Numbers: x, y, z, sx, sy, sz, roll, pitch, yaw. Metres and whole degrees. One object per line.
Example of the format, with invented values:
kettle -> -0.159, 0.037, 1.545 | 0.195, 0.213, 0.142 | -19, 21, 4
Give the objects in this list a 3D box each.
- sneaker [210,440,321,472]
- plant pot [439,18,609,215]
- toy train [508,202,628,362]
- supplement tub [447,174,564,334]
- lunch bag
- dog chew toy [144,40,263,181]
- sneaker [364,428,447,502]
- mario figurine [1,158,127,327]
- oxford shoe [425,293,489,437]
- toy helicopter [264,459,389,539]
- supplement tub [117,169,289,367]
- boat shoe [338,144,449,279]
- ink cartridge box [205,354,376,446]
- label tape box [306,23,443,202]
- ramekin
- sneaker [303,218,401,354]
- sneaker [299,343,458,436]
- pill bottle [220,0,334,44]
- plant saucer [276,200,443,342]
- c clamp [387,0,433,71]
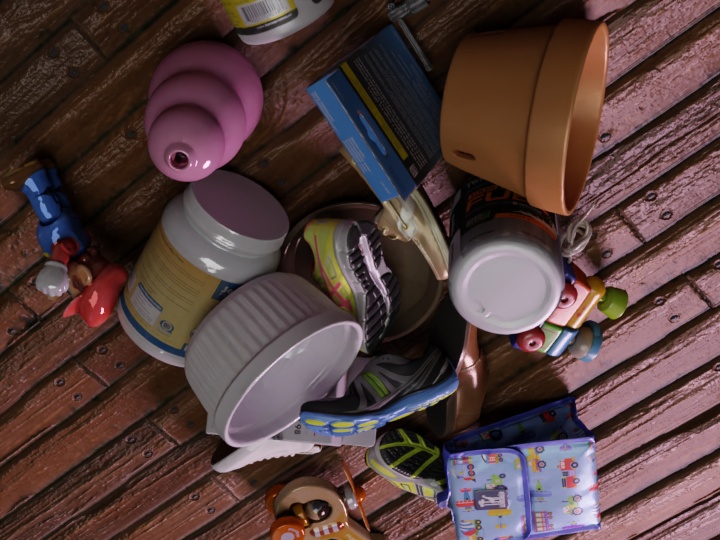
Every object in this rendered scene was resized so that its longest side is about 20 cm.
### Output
sneaker -> -0.102, 0.222, 1.641 | 0.200, 0.073, 0.085 | -32, 111, 21
plant pot -> 0.168, -0.167, 1.319 | 0.140, 0.200, 0.200 | 11, 124, 18
toy train -> 0.265, 0.020, 1.483 | 0.116, 0.085, 0.200 | 20, 122, -20
supplement tub -> 0.157, -0.032, 1.385 | 0.122, 0.200, 0.123 | 2, 122, 3
lunch bag -> 0.191, 0.263, 1.604 | 0.200, 0.094, 0.151 | -12, 120, -3
dog chew toy -> -0.171, -0.161, 1.335 | 0.124, 0.200, 0.125 | 2, 122, 3
sneaker -> 0.096, 0.266, 1.664 | 0.200, 0.076, 0.076 | 33, 151, -19
mario figurine -> -0.354, -0.022, 1.461 | 0.106, 0.123, 0.200 | -28, 90, 43
oxford shoe -> 0.127, 0.108, 1.567 | 0.071, 0.071, 0.200 | -10, 123, -24
toy helicopter -> -0.026, 0.337, 1.720 | 0.132, 0.079, 0.200 | -42, 121, 16
supplement tub -> -0.181, -0.002, 1.467 | 0.144, 0.145, 0.200 | 27, 121, -11
boat shoe -> 0.044, -0.072, 1.430 | 0.066, 0.074, 0.200 | -28, 96, 7
ink cartridge box -> -0.080, 0.152, 1.555 | 0.200, 0.067, 0.116 | 4, 82, 11
label tape box -> 0.016, -0.153, 1.305 | 0.063, 0.200, 0.144 | -27, 103, 31
ramekin -> -0.105, 0.094, 1.437 | 0.105, 0.200, 0.200 | 47, 122, 22
sneaker -> -0.014, 0.012, 1.480 | 0.090, 0.078, 0.200 | 15, 136, 31
sneaker -> 0.017, 0.140, 1.501 | 0.199, 0.083, 0.071 | -18, 164, -18
pill bottle -> -0.113, -0.338, 1.272 | 0.111, 0.111, 0.200 | -18, 119, 16
plant saucer -> 0.000, 0.000, 1.521 | 0.200, 0.029, 0.200 | 2, 122, 3
c clamp -> 0.096, -0.329, 1.313 | 0.200, 0.027, 0.171 | -33, 108, 24
